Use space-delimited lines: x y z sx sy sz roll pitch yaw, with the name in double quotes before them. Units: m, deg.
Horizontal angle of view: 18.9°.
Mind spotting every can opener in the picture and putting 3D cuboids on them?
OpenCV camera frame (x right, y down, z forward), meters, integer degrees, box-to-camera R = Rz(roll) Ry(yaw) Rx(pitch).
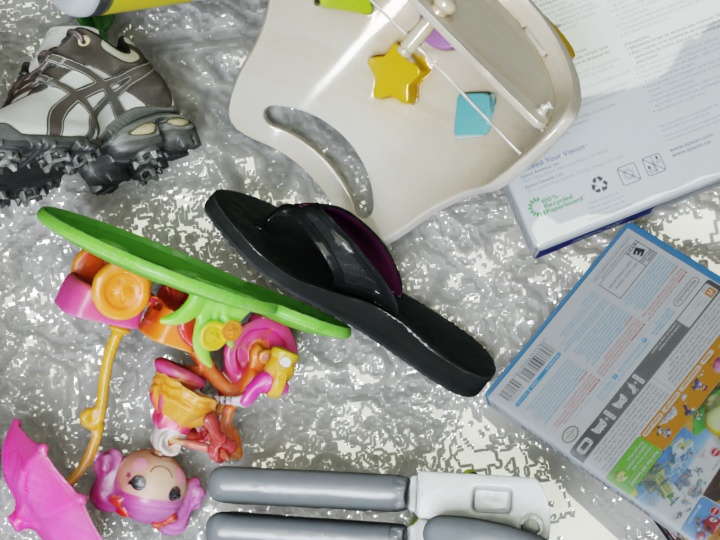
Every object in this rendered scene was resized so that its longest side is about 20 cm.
"can opener" 0.010 0.136 1.207 0.199 0.066 0.053 3 84 10

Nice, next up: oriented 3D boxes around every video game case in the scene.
"video game case" 0.192 0.074 1.254 0.200 0.018 0.143 34 74 28

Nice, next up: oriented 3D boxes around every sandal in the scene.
"sandal" 0.001 0.000 1.273 0.200 0.075 0.048 32 110 -11

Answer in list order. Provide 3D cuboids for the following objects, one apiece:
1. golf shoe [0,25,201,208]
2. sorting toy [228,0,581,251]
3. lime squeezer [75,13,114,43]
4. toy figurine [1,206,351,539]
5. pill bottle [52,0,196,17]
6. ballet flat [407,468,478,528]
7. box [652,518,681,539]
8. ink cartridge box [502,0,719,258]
"golf shoe" -0.179 -0.091 1.228 0.078 0.200 0.095 -27 82 28
"sorting toy" 0.012 -0.109 1.276 0.200 0.107 0.180 46 117 4
"lime squeezer" -0.154 -0.173 1.330 0.070 0.038 0.201 8 78 -34
"toy figurine" -0.126 0.084 1.255 0.199 0.150 0.185 20 94 -23
"pill bottle" -0.091 -0.218 1.279 0.199 0.112 0.113 -13 81 -25
"ballet flat" 0.025 0.210 1.256 0.067 0.067 0.201 8 81 16
"box" 0.278 0.121 1.286 0.200 0.050 0.199 -36 83 -7
"ink cartridge box" 0.159 -0.134 1.328 0.199 0.041 0.201 -20 82 -5
